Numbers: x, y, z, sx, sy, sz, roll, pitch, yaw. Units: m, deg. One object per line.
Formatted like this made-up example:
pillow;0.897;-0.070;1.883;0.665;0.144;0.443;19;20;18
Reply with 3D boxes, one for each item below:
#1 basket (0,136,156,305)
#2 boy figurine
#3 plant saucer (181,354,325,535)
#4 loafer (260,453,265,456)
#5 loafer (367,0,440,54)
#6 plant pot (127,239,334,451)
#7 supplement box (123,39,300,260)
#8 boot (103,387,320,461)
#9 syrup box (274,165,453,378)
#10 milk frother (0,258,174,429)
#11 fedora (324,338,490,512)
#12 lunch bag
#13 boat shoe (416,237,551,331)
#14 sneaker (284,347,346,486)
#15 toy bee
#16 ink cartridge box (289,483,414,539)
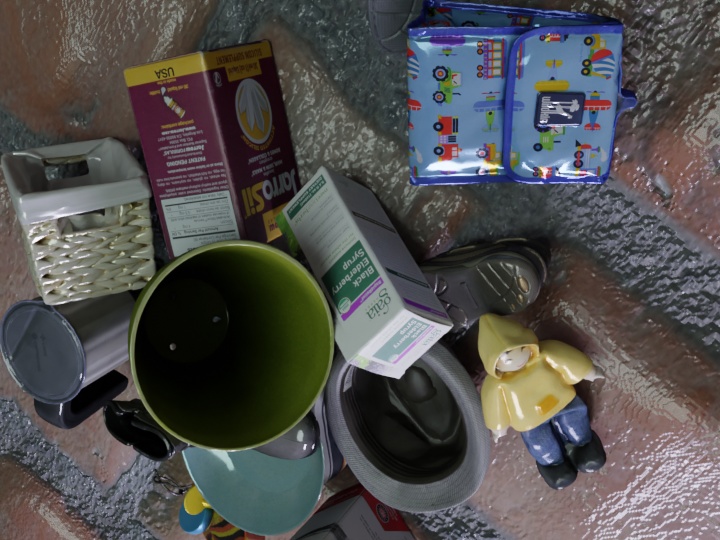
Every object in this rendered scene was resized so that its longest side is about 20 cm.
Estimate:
basket;-0.302;-0.057;1.084;0.200;0.135;0.124;-141;43;-61
boy figurine;0.172;0.115;0.958;0.124;0.065;0.200;-27;122;5
plant saucer;-0.111;0.185;1.089;0.200;0.039;0.202;8;104;32
loafer;-0.102;0.205;1.150;0.070;0.070;0.201;-14;103;-6
loafer;0.041;-0.302;0.930;0.072;0.063;0.201;-1;128;-6
plant pot;-0.147;0.058;0.976;0.200;0.186;0.188;13;120;67
supplement box;-0.145;-0.125;1.035;0.103;0.131;0.201;-5;105;27
boot;-0.151;0.162;1.006;0.199;0.131;0.070;9;105;32
syrup box;0.000;0.000;0.976;0.079;0.081;0.200;-45;49;21
milk frother;-0.259;0.092;1.129;0.199;0.188;0.181;5;109;24
fedora;0.057;0.141;1.048;0.176;0.090;0.201;-24;97;30
lunch bag;0.147;-0.157;0.911;0.199;0.094;0.151;5;121;13
boat shoe;0.108;0.012;0.995;0.200;0.073;0.075;-7;113;48
sneaker;-0.050;0.133;1.107;0.078;0.079;0.201;5;105;33
toy bee;-0.170;0.264;1.191;0.200;0.131;0.109;36;94;23
ink cartridge box;-0.015;0.341;1.086;0.084;0.200;0.145;-30;92;30
